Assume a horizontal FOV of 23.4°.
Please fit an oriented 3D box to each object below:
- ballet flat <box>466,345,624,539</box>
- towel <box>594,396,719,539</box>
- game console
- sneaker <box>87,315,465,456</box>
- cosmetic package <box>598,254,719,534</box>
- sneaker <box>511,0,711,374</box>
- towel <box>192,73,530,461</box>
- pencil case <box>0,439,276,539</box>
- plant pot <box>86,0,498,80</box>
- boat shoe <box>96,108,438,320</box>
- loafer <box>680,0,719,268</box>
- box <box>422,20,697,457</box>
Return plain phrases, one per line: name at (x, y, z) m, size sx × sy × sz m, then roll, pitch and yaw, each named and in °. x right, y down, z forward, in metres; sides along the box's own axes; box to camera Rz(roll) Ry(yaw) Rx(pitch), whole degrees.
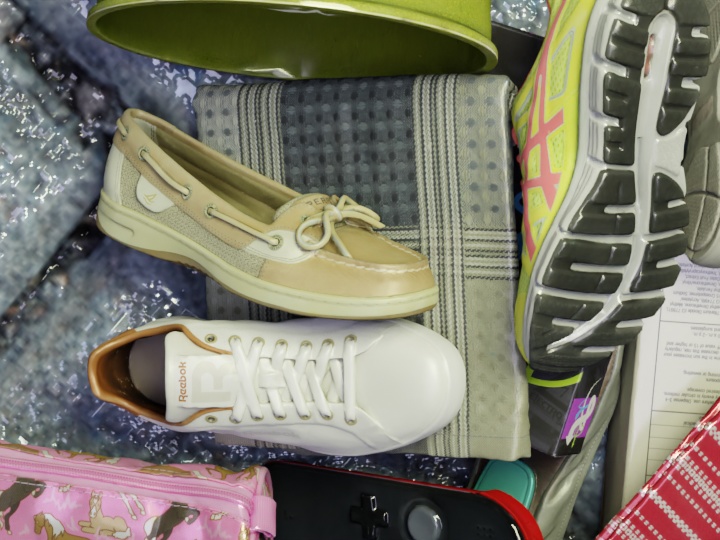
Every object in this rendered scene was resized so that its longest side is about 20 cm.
ballet flat at (0.099, 0.097, 0.944) m, size 0.067 × 0.064 × 0.201 m, roll 28°, pitch 100°, yaw 37°
towel at (0.167, 0.175, 0.883) m, size 0.145 × 0.022 × 0.200 m, roll 44°, pitch 87°, yaw -18°
game console at (0.019, 0.208, 0.934) m, size 0.176 × 0.031 × 0.202 m, roll 4°, pitch 99°, yaw 31°
sneaker at (-0.048, 0.060, 0.872) m, size 0.199 × 0.085 × 0.073 m, roll -1°, pitch 94°, yaw 27°
cosmetic package at (0.188, 0.066, 0.929) m, size 0.104 × 0.071 × 0.202 m, roll 5°, pitch 99°, yaw -1°
sneaker at (0.108, -0.049, 0.834) m, size 0.078 × 0.090 × 0.201 m, roll 4°, pitch 107°, yaw -31°
towel at (0.000, 0.000, 0.906) m, size 0.191 × 0.034 × 0.202 m, roll 0°, pitch 95°, yaw 28°
pencil case at (-0.142, 0.132, 0.932) m, size 0.198 × 0.087 × 0.083 m, roll 9°, pitch 92°, yaw 3°
plant pot at (-0.025, -0.204, 0.844) m, size 0.199 × 0.200 × 0.194 m, roll 5°, pitch 87°, yaw 0°
boat shoe at (-0.048, -0.027, 0.870) m, size 0.200 × 0.073 × 0.064 m, roll 21°, pitch 110°, yaw 32°
loafer at (0.200, -0.089, 0.885) m, size 0.062 × 0.072 × 0.201 m, roll 13°, pitch 66°, yaw -13°
box at (0.077, -0.023, 0.903) m, size 0.142 × 0.036 × 0.201 m, roll 21°, pitch 98°, yaw 30°
